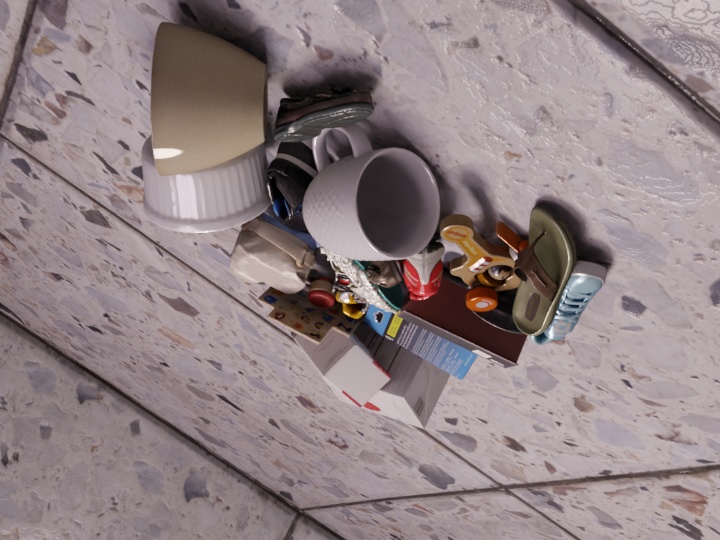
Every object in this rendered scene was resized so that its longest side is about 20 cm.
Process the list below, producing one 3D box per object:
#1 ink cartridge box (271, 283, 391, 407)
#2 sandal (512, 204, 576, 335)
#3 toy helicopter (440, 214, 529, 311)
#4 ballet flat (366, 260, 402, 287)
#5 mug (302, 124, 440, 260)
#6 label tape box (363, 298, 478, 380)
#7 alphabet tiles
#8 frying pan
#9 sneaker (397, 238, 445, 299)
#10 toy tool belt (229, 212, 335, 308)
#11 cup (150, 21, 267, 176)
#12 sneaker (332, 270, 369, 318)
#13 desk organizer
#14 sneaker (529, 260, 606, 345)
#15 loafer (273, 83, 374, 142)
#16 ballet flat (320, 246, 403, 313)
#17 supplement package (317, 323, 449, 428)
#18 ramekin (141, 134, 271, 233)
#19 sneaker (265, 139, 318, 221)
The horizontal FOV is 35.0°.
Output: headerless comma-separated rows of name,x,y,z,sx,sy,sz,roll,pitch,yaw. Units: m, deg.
ink cartridge box,-0.053,0.129,2.033,0.200,0.083,0.147,48,-179,41
sandal,0.236,0.009,1.524,0.080,0.057,0.204,36,133,38
toy helicopter,0.177,-0.024,1.585,0.131,0.080,0.200,-14,147,28
ballet flat,0.023,-0.024,1.686,0.068,0.046,0.201,63,-176,-24
mug,-0.007,-0.112,1.579,0.174,0.147,0.203,-1,113,55
label tape box,0.110,0.092,1.918,0.198,0.067,0.144,31,157,5
alphabet tiles,-0.081,0.063,1.964,0.165,0.200,0.008,27,118,7
frying pan,0.196,0.036,1.731,0.113,0.031,0.191,9,-152,-30
sneaker,0.082,-0.002,1.658,0.076,0.087,0.200,-1,-173,1
toy tool belt,-0.117,-0.033,1.906,0.198,0.125,0.125,26,147,-21
cup,-0.196,-0.226,1.527,0.141,0.203,0.201,2,155,-1
sneaker,-0.007,0.012,1.872,0.077,0.083,0.201,20,154,22
desk organizer,0.165,0.075,1.796,0.198,0.078,0.072,26,169,-4
sneaker,0.287,0.052,1.584,0.073,0.083,0.200,8,158,-8
loafer,-0.056,-0.218,1.504,0.071,0.064,0.199,1,173,-37
ballet flat,0.000,0.000,1.788,0.071,0.072,0.200,10,151,38
supplement package,0.043,0.191,2.119,0.198,0.121,0.122,14,153,33
ramekin,-0.227,-0.148,1.672,0.198,0.200,0.099,17,129,28
sneaker,-0.074,-0.101,1.689,0.072,0.113,0.200,5,146,45
